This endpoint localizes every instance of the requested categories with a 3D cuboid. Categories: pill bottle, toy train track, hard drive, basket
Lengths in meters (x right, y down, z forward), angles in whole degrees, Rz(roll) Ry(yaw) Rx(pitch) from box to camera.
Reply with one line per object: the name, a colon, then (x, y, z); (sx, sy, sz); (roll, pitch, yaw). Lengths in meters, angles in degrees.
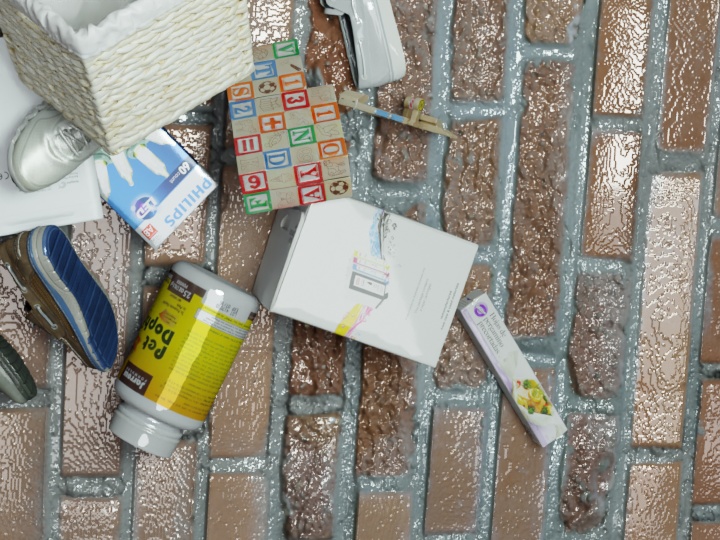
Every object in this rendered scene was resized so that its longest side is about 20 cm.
pill bottle: (-0.199, 0.099, 1.660); (0.108, 0.109, 0.202); (26, 90, -15)
toy train track: (0.039, -0.180, 1.659); (0.114, 0.199, 0.033); (19, 96, 30)
hard drive: (-0.350, -0.144, 1.579); (0.130, 0.027, 0.203); (-10, 100, -10)
basket: (-0.233, -0.248, 1.466); (0.199, 0.198, 0.162); (-35, 143, -25)

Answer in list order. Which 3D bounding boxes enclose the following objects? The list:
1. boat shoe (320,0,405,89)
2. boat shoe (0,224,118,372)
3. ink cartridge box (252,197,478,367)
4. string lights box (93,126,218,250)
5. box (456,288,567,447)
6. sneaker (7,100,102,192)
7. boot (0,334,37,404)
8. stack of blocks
boat shoe: (-0.010, -0.301, 1.686); (0.068, 0.072, 0.202); (-21, 110, -11)
boat shoe: (-0.324, 0.031, 1.629); (0.071, 0.073, 0.201); (-6, 129, 18)
ink cartridge box: (0.000, 0.000, 1.677); (0.198, 0.147, 0.146); (20, 92, -15)
string lights box: (-0.260, -0.130, 1.643); (0.103, 0.059, 0.200); (-46, 104, -2)
box: (0.177, 0.116, 1.789); (0.038, 0.041, 0.201); (-34, 102, -8)
sneaker: (-0.276, -0.154, 1.540); (0.200, 0.081, 0.076); (-45, 118, -22)
boot: (-0.456, 0.100, 1.629); (0.131, 0.068, 0.200); (-45, 97, 0)
stack of blocks: (-0.080, -0.158, 1.609); (0.114, 0.201, 0.059); (-10, 137, -2)
